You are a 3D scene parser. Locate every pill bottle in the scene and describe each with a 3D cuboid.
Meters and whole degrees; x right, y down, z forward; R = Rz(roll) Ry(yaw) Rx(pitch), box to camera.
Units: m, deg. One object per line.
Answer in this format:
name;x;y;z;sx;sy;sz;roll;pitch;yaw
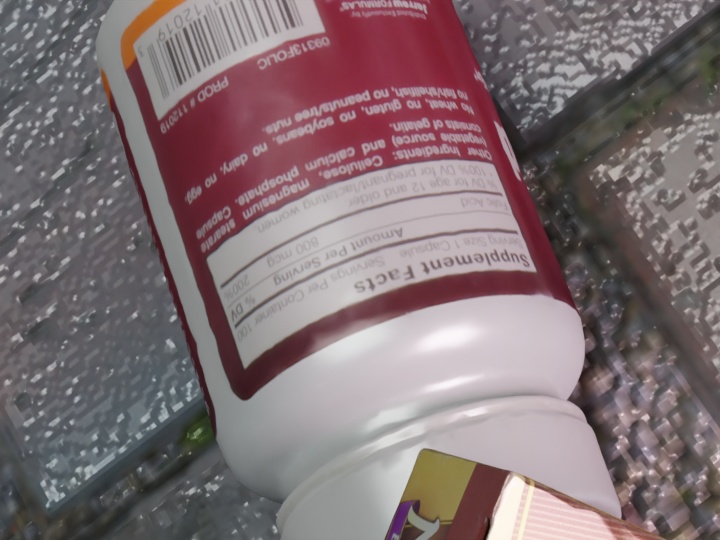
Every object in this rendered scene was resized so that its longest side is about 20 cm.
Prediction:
pill bottle;0.000;0.000;0.761;0.114;0.114;0.201;-25;67;13

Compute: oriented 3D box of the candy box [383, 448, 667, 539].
candy box;0.085;0.136;0.646;0.056;0.199;0.117;7;72;65
